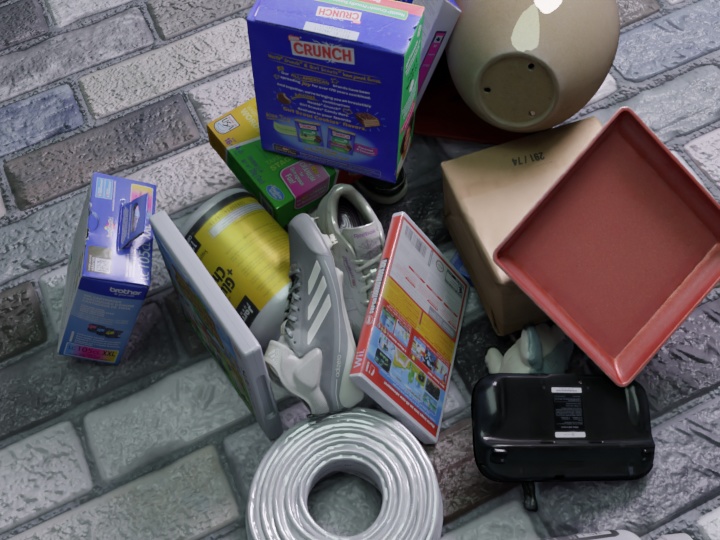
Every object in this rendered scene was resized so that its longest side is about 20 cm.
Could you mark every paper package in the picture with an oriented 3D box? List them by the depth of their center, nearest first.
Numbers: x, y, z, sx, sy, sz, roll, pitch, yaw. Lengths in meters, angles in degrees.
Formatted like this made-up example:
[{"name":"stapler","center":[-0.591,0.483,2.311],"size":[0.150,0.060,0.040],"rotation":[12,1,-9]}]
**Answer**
[{"name":"paper package","center":[0.209,-0.053,1.092],"size":[0.197,0.104,0.193],"rotation":[-19,56,-6]}]

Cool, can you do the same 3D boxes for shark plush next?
[{"name":"shark plush","center":[0.187,0.141,1.019],"size":[0.082,0.091,0.203],"rotation":[18,49,-19]}]

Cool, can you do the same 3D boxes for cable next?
[{"name":"cable","center":[-0.017,0.232,0.971],"size":[0.196,0.070,0.203],"rotation":[-13,56,-3]}]

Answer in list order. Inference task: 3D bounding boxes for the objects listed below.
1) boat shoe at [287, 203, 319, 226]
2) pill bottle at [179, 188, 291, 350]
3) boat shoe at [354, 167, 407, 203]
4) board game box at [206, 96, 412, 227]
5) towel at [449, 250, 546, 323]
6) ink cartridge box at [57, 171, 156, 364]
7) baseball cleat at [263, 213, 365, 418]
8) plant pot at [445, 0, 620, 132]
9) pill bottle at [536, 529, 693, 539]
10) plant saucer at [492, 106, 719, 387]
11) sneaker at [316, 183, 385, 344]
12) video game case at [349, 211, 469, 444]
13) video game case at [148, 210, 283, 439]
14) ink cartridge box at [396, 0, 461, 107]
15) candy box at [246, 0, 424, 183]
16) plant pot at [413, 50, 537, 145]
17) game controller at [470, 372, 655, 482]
[{"name":"boat shoe","center":[-0.089,-0.088,1.192],"size":[0.069,0.071,0.201],"rotation":[-30,66,-19]},{"name":"pill bottle","center":[-0.105,0.014,1.088],"size":[0.112,0.112,0.200],"rotation":[-39,75,-19]},{"name":"boat shoe","center":[-0.021,-0.162,1.233],"size":[0.074,0.067,0.199],"rotation":[-36,61,-19]},{"name":"board game box","center":[-0.060,-0.160,1.169],"size":[0.199,0.041,0.153],"rotation":[-34,65,-19]},{"name":"towel","center":[0.207,-0.044,1.162],"size":[0.145,0.024,0.201],"rotation":[27,63,22]},{"name":"ink cartridge box","center":[-0.273,-0.008,1.069],"size":[0.075,0.201,0.138],"rotation":[9,54,-19]},{"name":"baseball cleat","center":[-0.058,0.046,0.989],"size":[0.105,0.070,0.203],"rotation":[-16,82,-19]},{"name":"plant pot","center":[0.180,-0.230,1.075],"size":[0.196,0.203,0.135],"rotation":[9,42,11]},{"name":"pill bottle","center":[0.204,0.296,0.881],"size":[0.196,0.117,0.117],"rotation":[-7,56,0]},{"name":"plant saucer","center":[0.257,-0.023,0.987],"size":[0.199,0.037,0.200],"rotation":[43,89,-11]},{"name":"sneaker","center":[0.000,0.000,1.084],"size":[0.074,0.100,0.203],"rotation":[-20,82,-12]},{"name":"video game case","center":[0.057,0.060,1.044],"size":[0.017,0.143,0.203],"rotation":[-12,49,37]},{"name":"video game case","center":[-0.149,0.060,1.028],"size":[0.022,0.183,0.201],"rotation":[-30,59,-16]},{"name":"ink cartridge box","center":[0.060,-0.274,1.106],"size":[0.036,0.201,0.096],"rotation":[-5,50,-27]},{"name":"candy box","center":[-0.026,-0.200,1.052],"size":[0.166,0.201,0.078],"rotation":[15,59,8]},{"name":"plant pot","center":[0.160,-0.295,1.239],"size":[0.196,0.202,0.178],"rotation":[9,43,12]},{"name":"game controller","center":[0.203,0.155,0.981],"size":[0.196,0.042,0.106],"rotation":[3,66,-17]}]
